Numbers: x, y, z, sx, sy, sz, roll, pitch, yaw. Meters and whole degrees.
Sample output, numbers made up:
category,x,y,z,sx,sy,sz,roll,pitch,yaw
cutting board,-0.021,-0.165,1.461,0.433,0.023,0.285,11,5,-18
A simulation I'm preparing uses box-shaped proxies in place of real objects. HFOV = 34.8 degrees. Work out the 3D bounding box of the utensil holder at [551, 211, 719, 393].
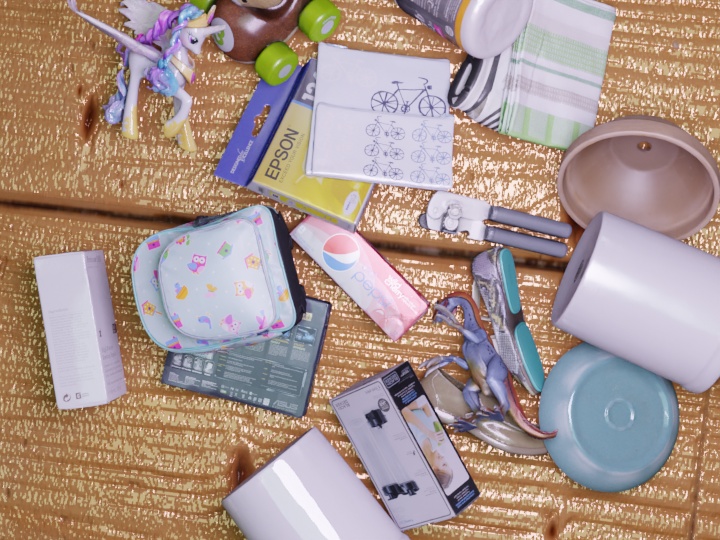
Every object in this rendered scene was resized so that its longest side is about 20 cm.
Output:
category,x,y,z,sx,sy,sz,roll,pitch,yaw
utensil holder,0.361,0.036,1.435,0.199,0.170,0.170,23,92,2

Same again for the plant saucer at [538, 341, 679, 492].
category,x,y,z,sx,sy,sz,roll,pitch,yaw
plant saucer,0.330,0.186,1.486,0.199,0.036,0.201,2,83,-14

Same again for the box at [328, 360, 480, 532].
category,x,y,z,sx,sy,sz,roll,pitch,yaw
box,0.056,0.230,1.490,0.117,0.060,0.200,-30,88,46

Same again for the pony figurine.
category,x,y,z,sx,sy,sz,roll,pitch,yaw
pony figurine,-0.272,-0.273,1.483,0.193,0.167,0.201,25,117,15

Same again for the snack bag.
category,x,y,z,sx,sy,sz,roll,pitch,yaw
snack bag,0.031,-0.201,1.479,0.188,0.021,0.201,6,68,-4

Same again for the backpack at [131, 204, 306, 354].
category,x,y,z,sx,sy,sz,roll,pitch,yaw
backpack,-0.186,0.018,1.437,0.199,0.153,0.176,-14,92,11

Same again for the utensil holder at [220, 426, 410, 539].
category,x,y,z,sx,sy,sz,roll,pitch,yaw
utensil holder,-0.058,0.326,1.476,0.170,0.170,0.200,-38,86,3

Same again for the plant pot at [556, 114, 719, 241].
category,x,y,z,sx,sy,sz,roll,pitch,yaw
plant pot,0.357,-0.130,1.458,0.200,0.201,0.093,20,52,2

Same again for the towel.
category,x,y,z,sx,sy,sz,roll,pitch,yaw
towel,0.258,-0.258,1.478,0.149,0.031,0.201,10,89,-27

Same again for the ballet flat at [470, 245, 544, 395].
category,x,y,z,sx,sy,sz,roll,pitch,yaw
ballet flat,0.188,0.070,1.513,0.072,0.072,0.201,-15,90,3

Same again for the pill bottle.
category,x,y,z,sx,sy,sz,roll,pitch,yaw
pill bottle,0.111,-0.359,1.441,0.116,0.116,0.200,-51,57,3

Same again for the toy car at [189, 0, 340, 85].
category,x,y,z,sx,sy,sz,roll,pitch,yaw
toy car,-0.141,-0.353,1.429,0.158,0.200,0.164,-45,74,3

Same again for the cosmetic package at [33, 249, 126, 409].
category,x,y,z,sx,sy,sz,roll,pitch,yaw
cosmetic package,-0.369,0.075,1.518,0.074,0.102,0.201,-8,92,3

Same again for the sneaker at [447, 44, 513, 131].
category,x,y,z,sx,sy,sz,roll,pitch,yaw
sneaker,0.200,-0.272,1.507,0.115,0.076,0.201,32,78,-25

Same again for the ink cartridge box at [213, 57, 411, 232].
category,x,y,z,sx,sy,sz,roll,pitch,yaw
ink cartridge box,-0.061,-0.174,1.491,0.199,0.047,0.198,23,71,0

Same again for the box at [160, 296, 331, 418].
category,x,y,z,sx,sy,sz,roll,pitch,yaw
box,-0.151,0.096,1.531,0.199,0.051,0.158,13,92,3

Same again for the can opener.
category,x,y,z,sx,sy,sz,roll,pitch,yaw
can opener,0.178,-0.062,1.510,0.199,0.066,0.053,12,92,-6

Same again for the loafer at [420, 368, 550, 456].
category,x,y,z,sx,sy,sz,roll,pitch,yaw
loafer,0.163,0.184,1.504,0.199,0.076,0.068,20,98,2

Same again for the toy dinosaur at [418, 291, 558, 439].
category,x,y,z,sx,sy,sz,roll,pitch,yaw
toy dinosaur,0.149,0.117,1.477,0.200,0.105,0.182,25,51,-22

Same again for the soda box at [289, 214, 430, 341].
category,x,y,z,sx,sy,sz,roll,pitch,yaw
soda box,0.000,0.000,1.515,0.200,0.063,0.070,45,93,2
